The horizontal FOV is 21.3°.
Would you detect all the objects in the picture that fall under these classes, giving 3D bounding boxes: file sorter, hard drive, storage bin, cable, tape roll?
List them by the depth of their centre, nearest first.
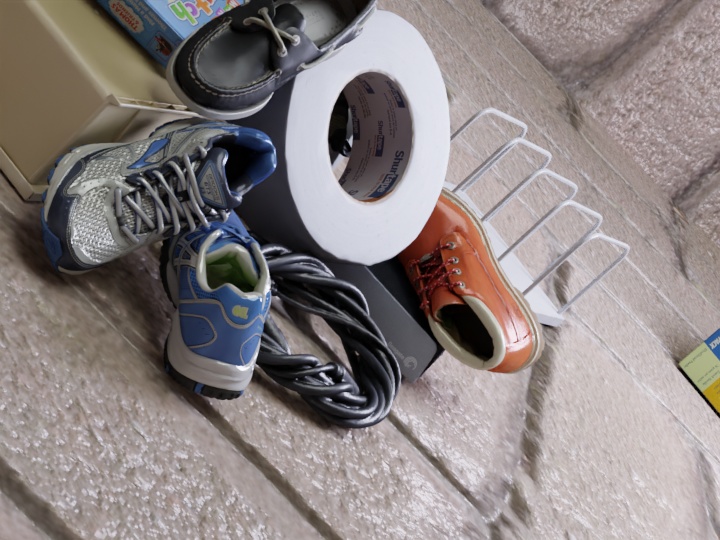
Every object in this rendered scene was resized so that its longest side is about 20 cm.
[{"bbox_3d":[-0.215,-0.152,1.349,0.200,0.094,0.199,50,16,13],"label":"storage bin"},{"bbox_3d":[-0.035,0.045,1.406,0.200,0.051,0.163,38,18,-30],"label":"cable"},{"bbox_3d":[-0.015,-0.105,1.495,0.066,0.200,0.200,5,-16,40],"label":"tape roll"},{"bbox_3d":[0.000,0.000,1.617,0.200,0.042,0.135,47,16,3],"label":"hard drive"},{"bbox_3d":[0.169,-0.060,2.049,0.200,0.125,0.139,53,17,23],"label":"file sorter"}]

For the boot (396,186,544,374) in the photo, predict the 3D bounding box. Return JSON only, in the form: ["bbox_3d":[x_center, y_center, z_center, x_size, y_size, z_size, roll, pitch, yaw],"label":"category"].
[{"bbox_3d":[0.072,0.001,1.599,0.200,0.075,0.107,53,21,12],"label":"boot"}]

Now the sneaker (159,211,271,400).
[{"bbox_3d":[-0.089,0.002,1.279,0.076,0.077,0.200,15,30,-19],"label":"sneaker"}]

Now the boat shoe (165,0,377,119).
[{"bbox_3d":[-0.057,-0.165,1.342,0.200,0.060,0.074,-30,82,-47],"label":"boat shoe"}]

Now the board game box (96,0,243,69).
[{"bbox_3d":[-0.161,-0.246,1.387,0.200,0.037,0.151,44,38,-7],"label":"board game box"}]

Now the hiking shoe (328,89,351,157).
[{"bbox_3d":[-0.079,-0.099,1.520,0.200,0.076,0.101,-25,110,-35],"label":"hiking shoe"}]

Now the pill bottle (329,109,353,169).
[{"bbox_3d":[-0.083,-0.175,1.648,0.200,0.116,0.116,37,16,1],"label":"pill bottle"}]

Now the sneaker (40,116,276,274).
[{"bbox_3d":[-0.127,-0.056,1.240,0.200,0.085,0.077,-38,121,-50],"label":"sneaker"}]

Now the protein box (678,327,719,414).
[{"bbox_3d":[0.542,0.152,2.468,0.199,0.135,0.200,52,16,16],"label":"protein box"}]
